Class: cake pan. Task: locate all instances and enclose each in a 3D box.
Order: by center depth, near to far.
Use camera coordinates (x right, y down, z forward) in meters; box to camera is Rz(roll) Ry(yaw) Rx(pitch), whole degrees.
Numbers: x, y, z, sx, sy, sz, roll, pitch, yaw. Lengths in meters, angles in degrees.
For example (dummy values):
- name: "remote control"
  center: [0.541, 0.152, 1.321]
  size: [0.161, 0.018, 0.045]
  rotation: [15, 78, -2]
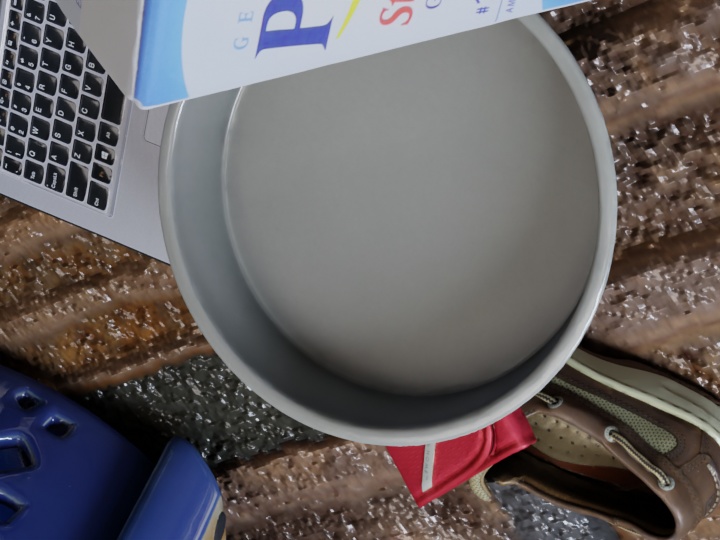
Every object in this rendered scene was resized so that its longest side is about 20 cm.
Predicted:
- name: "cake pan"
  center: [0.013, -0.031, 0.915]
  size: [0.200, 0.037, 0.201]
  rotation: [4, 100, 25]

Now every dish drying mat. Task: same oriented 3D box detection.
- name: "dish drying mat"
  center: [0.000, 0.000, 0.968]
  size: [0.077, 0.018, 0.200]
  rotation: [-36, 81, 46]

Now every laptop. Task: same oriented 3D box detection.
- name: "laptop"
  center: [-0.155, -0.086, 0.947]
  size: [0.200, 0.116, 0.188]
  rotation: [22, 124, 13]

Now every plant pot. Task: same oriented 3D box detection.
- name: "plant pot"
  center: [-0.171, 0.186, 1.152]
  size: [0.179, 0.200, 0.200]
  rotation: [11, 132, 14]

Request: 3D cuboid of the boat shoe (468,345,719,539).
- name: "boat shoe"
  center: [0.063, 0.061, 0.993]
  size: [0.202, 0.075, 0.075]
  rotation: [18, 134, 18]

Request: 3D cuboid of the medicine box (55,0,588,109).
- name: "medicine box"
  center: [0.002, -0.168, 0.733]
  size: [0.103, 0.200, 0.182]
  rotation: [53, 147, 33]
